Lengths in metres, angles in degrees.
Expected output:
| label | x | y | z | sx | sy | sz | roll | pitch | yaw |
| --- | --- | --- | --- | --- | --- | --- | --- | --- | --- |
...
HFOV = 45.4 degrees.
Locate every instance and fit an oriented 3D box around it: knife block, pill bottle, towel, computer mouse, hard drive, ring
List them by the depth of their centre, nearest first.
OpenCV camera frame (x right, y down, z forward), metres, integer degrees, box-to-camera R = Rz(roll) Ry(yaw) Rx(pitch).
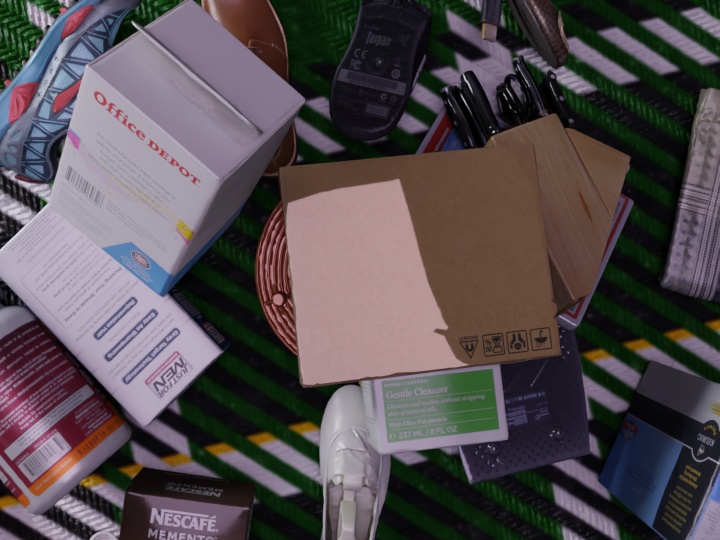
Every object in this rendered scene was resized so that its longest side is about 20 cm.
| label | x | y | z | sx | sy | sz | roll | pitch | yaw |
| --- | --- | --- | --- | --- | --- | --- | --- | --- | --- |
| knife block | 0.134 | -0.082 | 0.745 | 0.174 | 0.064 | 0.202 | 23 | 68 | -2 |
| pill bottle | -0.302 | 0.102 | 0.750 | 0.109 | 0.110 | 0.201 | -39 | 92 | -1 |
| computer mouse | 0.054 | -0.205 | 0.787 | 0.139 | 0.046 | 0.202 | 10 | 81 | 10 |
| hard drive | 0.131 | 0.080 | 0.788 | 0.133 | 0.042 | 0.203 | -10 | 89 | -14 |
| ring | 0.000 | 0.000 | 0.805 | 0.198 | 0.019 | 0.203 | 0 | 90 | -3 |
| towel | 0.392 | -0.059 | 0.818 | 0.190 | 0.035 | 0.202 | 13 | 93 | 1 |

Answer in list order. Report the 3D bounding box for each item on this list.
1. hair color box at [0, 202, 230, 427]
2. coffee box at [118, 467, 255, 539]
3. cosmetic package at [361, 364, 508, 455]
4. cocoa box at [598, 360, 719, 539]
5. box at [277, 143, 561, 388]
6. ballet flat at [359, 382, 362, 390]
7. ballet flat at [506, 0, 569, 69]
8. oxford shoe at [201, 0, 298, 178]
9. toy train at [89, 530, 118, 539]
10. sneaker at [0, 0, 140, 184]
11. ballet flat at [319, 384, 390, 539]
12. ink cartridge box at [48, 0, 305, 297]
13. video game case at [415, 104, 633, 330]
| label | x | y | z | sx | sy | sz | roll | pitch | yaw |
| --- | --- | --- | --- | --- | --- | --- | --- | --- | --- |
| hair color box | -0.223 | 0.032 | 0.776 | 0.100 | 0.061 | 0.200 | -43 | 92 | -1 |
| coffee box | -0.164 | 0.292 | 0.773 | 0.113 | 0.080 | 0.203 | 7 | 91 | -3 |
| cosmetic package | 0.049 | 0.038 | 0.697 | 0.106 | 0.085 | 0.203 | -7 | 86 | -7 |
| cocoa box | 0.312 | 0.173 | 0.729 | 0.132 | 0.200 | 0.132 | 24 | 91 | -3 |
| box | 0.044 | -0.006 | 0.646 | 0.197 | 0.021 | 0.166 | -6 | 85 | -6 |
| ballet flat | 0.013 | 0.047 | 0.765 | 0.070 | 0.071 | 0.202 | -18 | 91 | -2 |
| ballet flat | 0.146 | -0.280 | 0.785 | 0.046 | 0.067 | 0.202 | -26 | 86 | 3 |
| oxford shoe | -0.097 | -0.186 | 0.773 | 0.071 | 0.071 | 0.202 | -17 | 90 | 0 |
| toy train | -0.328 | 0.263 | 0.779 | 0.198 | 0.056 | 0.152 | 24 | 90 | -2 |
| sneaker | -0.251 | -0.164 | 0.774 | 0.095 | 0.079 | 0.200 | 39 | 98 | -12 |
| ballet flat | -0.007 | 0.209 | 0.786 | 0.069 | 0.069 | 0.203 | 5 | 91 | -2 |
| ink cartridge box | -0.146 | -0.102 | 0.692 | 0.128 | 0.200 | 0.125 | 40 | 49 | -2 |
| video game case | 0.136 | -0.056 | 0.780 | 0.199 | 0.017 | 0.144 | 31 | 68 | 1 |
